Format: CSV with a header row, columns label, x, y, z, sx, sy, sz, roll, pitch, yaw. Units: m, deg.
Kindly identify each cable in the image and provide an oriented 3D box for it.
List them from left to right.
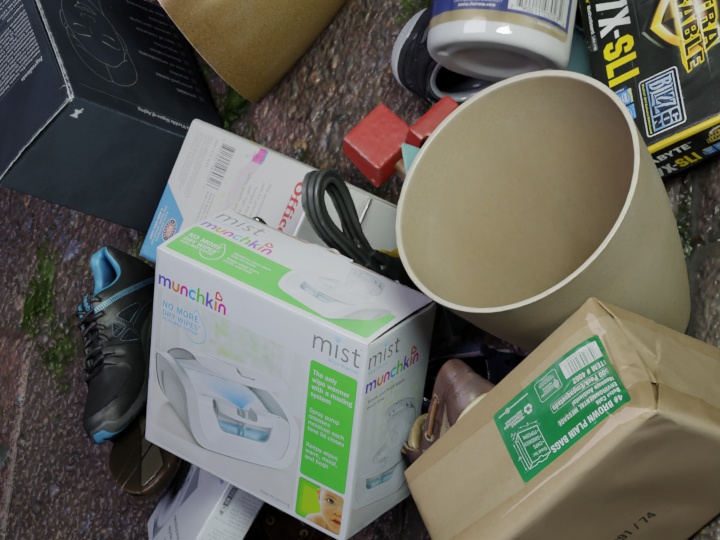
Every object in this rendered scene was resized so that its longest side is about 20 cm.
label,x,y,z,sx,sy,sz,roll,pitch,yaw
cable,0.000,0.000,1.675,0.050,0.200,0.098,1,64,41

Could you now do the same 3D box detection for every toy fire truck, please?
label,x,y,z,sx,sy,sz,roll,pitch,yaw
toy fire truck,0.077,-0.068,1.704,0.200,0.141,0.049,44,71,10

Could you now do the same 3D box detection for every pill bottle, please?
label,x,y,z,sx,sy,sz,roll,pitch,yaw
pill bottle,0.118,-0.254,1.643,0.111,0.111,0.201,-2,74,43

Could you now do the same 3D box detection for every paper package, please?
label,x,y,z,sx,sy,sz,roll,pitch,yaw
paper package,0.161,0.135,1.488,0.200,0.190,0.104,-43,54,23

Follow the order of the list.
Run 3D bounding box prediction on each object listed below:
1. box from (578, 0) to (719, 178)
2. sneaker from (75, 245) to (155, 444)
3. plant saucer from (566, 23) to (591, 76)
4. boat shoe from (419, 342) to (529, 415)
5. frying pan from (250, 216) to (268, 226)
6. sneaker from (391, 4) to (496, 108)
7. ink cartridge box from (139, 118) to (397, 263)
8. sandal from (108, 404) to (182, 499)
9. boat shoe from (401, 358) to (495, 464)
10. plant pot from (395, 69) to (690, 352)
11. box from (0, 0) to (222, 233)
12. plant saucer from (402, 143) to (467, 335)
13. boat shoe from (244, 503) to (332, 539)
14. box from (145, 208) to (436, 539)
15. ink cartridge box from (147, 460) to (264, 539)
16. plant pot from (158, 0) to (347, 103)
label,x,y,z,sx,sy,sz,roll,pitch,yaw
box,0.247,-0.180,1.601,0.159,0.049,0.201,-25,56,31
sneaker,-0.225,0.066,1.908,0.073,0.082,0.201,-31,34,32
plant saucer,0.185,-0.144,1.684,0.200,0.019,0.070,40,103,44
boat shoe,0.052,0.099,1.671,0.199,0.092,0.075,-22,62,36
frying pan,-0.034,0.047,1.701,0.031,0.114,0.191,-95,8,-57
sneaker,0.102,-0.211,1.728,0.201,0.075,0.114,-58,27,19
ink cartridge box,-0.063,-0.026,1.799,0.200,0.125,0.129,26,94,44
sandal,-0.184,0.151,1.884,0.082,0.055,0.200,-49,21,-3
boat shoe,0.070,0.133,1.593,0.072,0.200,0.072,-33,65,-21
plant pot,0.153,-0.009,1.527,0.186,0.200,0.188,-17,53,25
box,-0.248,-0.161,1.968,0.124,0.199,0.197,-45,49,24
plant saucer,0.059,-0.022,1.642,0.019,0.200,0.070,-12,63,6
boat shoe,-0.069,0.213,1.763,0.070,0.070,0.201,34,98,43
box,-0.055,0.075,1.623,0.199,0.097,0.177,25,124,28
ink cartridge box,-0.139,0.216,1.778,0.201,0.040,0.200,-61,13,8
plant pot,-0.071,-0.280,1.877,0.200,0.186,0.187,-37,52,11
